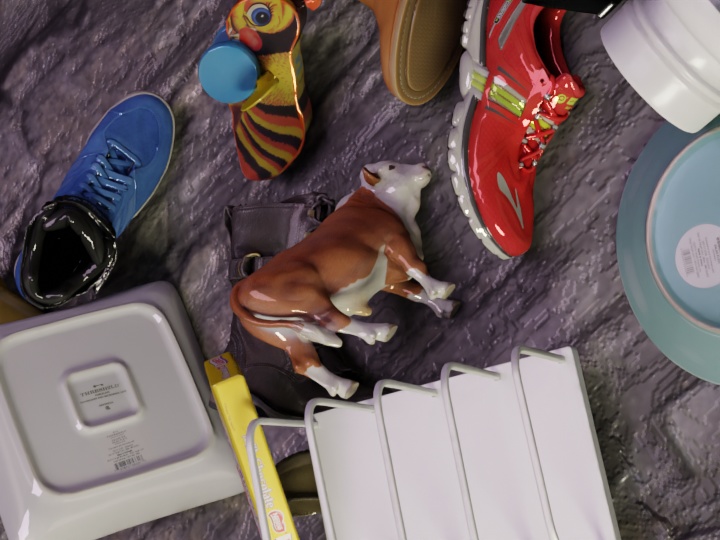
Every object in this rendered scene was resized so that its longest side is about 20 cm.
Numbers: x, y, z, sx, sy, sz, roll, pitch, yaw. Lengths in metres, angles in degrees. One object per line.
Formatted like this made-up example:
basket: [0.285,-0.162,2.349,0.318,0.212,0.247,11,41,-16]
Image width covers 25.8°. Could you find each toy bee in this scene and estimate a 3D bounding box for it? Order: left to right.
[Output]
toy bee: [-0.071,-0.167,1.182,0.108,0.200,0.131,-13,45,16]

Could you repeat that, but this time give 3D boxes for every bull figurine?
bull figurine: [0.000,0.000,1.107,0.121,0.200,0.065,38,144,20]

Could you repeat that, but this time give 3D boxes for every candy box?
candy box: [-0.063,0.159,1.076,0.102,0.026,0.201,-159,50,-78]

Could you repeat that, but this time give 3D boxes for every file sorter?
file sorter: [0.042,0.136,0.997,0.199,0.124,0.140,-17,76,22]

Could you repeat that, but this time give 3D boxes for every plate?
plate: [-0.201,0.104,1.219,0.201,0.198,0.032,63,152,25]
plate: [0.245,-0.026,0.990,0.199,0.026,0.202,-5,81,36]

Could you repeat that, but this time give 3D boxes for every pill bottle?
pill bottle: [0.248,-0.182,0.950,0.200,0.119,0.120,-43,61,26]

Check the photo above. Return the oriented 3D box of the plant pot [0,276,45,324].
plant pot: [-0.326,0.092,1.324,0.188,0.201,0.202,16,94,21]

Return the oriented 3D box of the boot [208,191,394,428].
boot: [-0.041,0.028,1.178,0.199,0.069,0.175,6,86,38]

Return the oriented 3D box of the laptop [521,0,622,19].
laptop: [0.175,-0.263,0.983,0.187,0.116,0.201,-43,41,25]

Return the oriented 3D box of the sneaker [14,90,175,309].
sneaker: [-0.211,-0.055,1.270,0.200,0.077,0.111,-54,15,-3]

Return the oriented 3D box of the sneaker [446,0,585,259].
sneaker: [0.112,-0.109,1.075,0.084,0.077,0.202,-2,83,32]

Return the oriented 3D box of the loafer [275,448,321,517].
loafer: [0.013,0.160,1.113,0.199,0.076,0.068,-14,69,36]

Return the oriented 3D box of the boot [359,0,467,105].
boot: [0.006,-0.220,1.179,0.154,0.073,0.201,2,82,42]
